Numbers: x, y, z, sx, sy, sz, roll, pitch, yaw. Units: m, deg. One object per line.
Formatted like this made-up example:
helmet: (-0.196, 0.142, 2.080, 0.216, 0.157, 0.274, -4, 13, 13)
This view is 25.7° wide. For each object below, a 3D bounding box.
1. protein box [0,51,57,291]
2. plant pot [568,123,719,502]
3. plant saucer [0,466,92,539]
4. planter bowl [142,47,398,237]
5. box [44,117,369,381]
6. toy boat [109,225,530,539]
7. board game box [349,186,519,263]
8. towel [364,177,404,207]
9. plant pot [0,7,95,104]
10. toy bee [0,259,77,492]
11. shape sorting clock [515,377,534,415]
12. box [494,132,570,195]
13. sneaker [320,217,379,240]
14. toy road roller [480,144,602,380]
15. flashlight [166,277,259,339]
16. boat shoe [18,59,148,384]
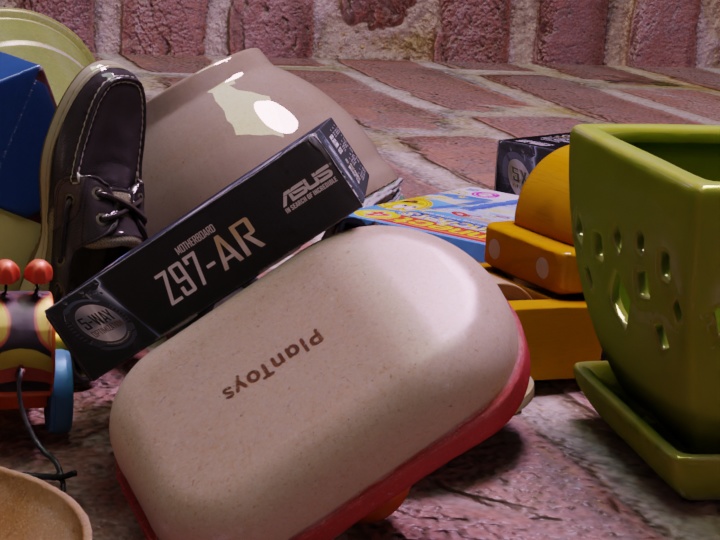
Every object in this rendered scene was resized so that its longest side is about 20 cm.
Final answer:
protein box: (-0.309, -0.052, 1.041, 0.198, 0.135, 0.200, -27, 26, -23)
plant pot: (0.232, 0.021, 0.889, 0.199, 0.182, 0.200, 1, 13, -12)
plant saucer: (-0.213, 0.127, 0.655, 0.200, 0.035, 0.200, 2, 14, -1)
planter bowl: (-0.092, -0.073, 1.123, 0.200, 0.135, 0.200, -30, 2, 1)
box: (-0.073, -0.018, 0.844, 0.160, 0.044, 0.200, -33, 6, 6)
toy boat: (-0.010, 0.075, 0.753, 0.200, 0.131, 0.131, -33, 49, -4)
board game box: (0.113, -0.017, 1.289, 0.200, 0.056, 0.196, 13, 16, 36)
towel: (-0.067, -0.076, 1.554, 0.200, 0.031, 0.149, 6, 13, 14)
plant pot: (-0.273, -0.093, 1.301, 0.200, 0.200, 0.190, -4, 27, -29)
toy bee: (-0.182, 0.041, 0.870, 0.131, 0.109, 0.200, -5, 16, -38)
shape sorting clock: (0.001, 0.075, 0.914, 0.200, 0.039, 0.200, -1, 12, 0)
box: (0.254, -0.076, 1.507, 0.164, 0.086, 0.200, -10, 19, -42)
sneaker: (0.000, 0.000, 1.129, 0.074, 0.087, 0.200, 2, 12, 0)
toy road roller: (0.128, -0.008, 1.063, 0.200, 0.146, 0.123, -4, 15, -28)
flashlight: (-0.142, 0.022, 1.033, 0.200, 0.068, 0.068, 4, -25, 45)
boat shoe: (-0.160, -0.026, 0.972, 0.066, 0.201, 0.072, 24, 13, 37)
